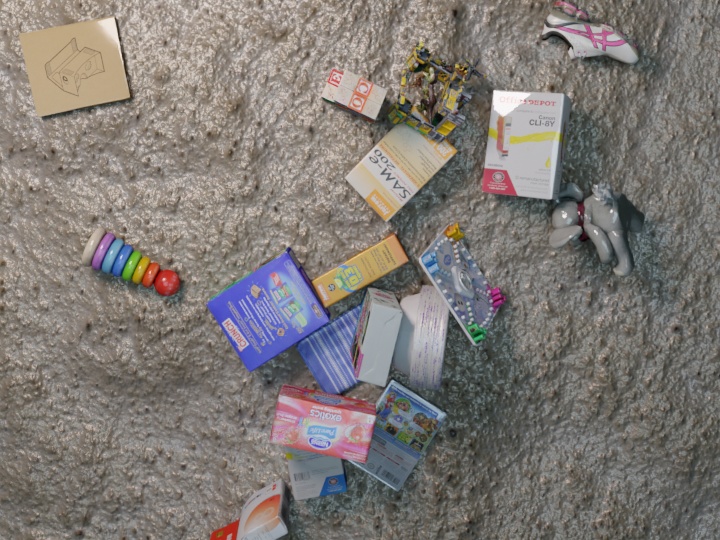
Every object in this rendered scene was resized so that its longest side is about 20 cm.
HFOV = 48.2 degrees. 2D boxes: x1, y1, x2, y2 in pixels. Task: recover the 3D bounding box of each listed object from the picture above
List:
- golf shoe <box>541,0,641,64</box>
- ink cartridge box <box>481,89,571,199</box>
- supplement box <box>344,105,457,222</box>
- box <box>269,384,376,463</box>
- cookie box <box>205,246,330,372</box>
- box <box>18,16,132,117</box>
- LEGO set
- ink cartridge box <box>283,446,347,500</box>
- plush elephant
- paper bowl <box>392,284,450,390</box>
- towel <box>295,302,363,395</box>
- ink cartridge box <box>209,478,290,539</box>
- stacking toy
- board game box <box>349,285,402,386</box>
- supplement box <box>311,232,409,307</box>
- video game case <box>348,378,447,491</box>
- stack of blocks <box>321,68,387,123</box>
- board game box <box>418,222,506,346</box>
[{"bbox_3d":[0.452,-0.449,1.581,0.198,0.073,0.093,31,103,7],"label":"golf shoe"},{"bbox_3d":[0.324,-0.247,1.578,0.143,0.083,0.203,9,98,22],"label":"ink cartridge box"},{"bbox_3d":[0.080,-0.212,1.611,0.126,0.074,0.200,44,96,-4],"label":"supplement box"},{"bbox_3d":[-0.073,0.305,1.603,0.197,0.095,0.104,13,96,-1],"label":"box"},{"bbox_3d":[-0.187,0.079,1.651,0.198,0.075,0.173,-31,96,4],"label":"cookie box"},{"bbox_3d":[-0.571,-0.409,1.619,0.197,0.021,0.166,-10,97,1],"label":"box"},{"bbox_3d":[0.146,-0.351,1.524,0.153,0.116,0.202,33,62,-11],"label":"LEGO set"},{"bbox_3d":[-0.100,0.368,1.691,0.114,0.067,0.203,-10,97,1],"label":"ink cartridge box"},{"bbox_3d":[0.450,-0.093,1.593,0.200,0.153,0.166,47,52,-36],"label":"plush elephant"},{"bbox_3d":[0.121,0.129,1.589,0.103,0.201,0.204,8,98,8],"label":"paper bowl"},{"bbox_3d":[-0.020,0.163,1.687,0.198,0.024,0.146,-31,97,4],"label":"towel"},{"bbox_3d":[-0.241,0.526,1.666,0.198,0.162,0.051,-25,103,3],"label":"ink cartridge box"},{"bbox_3d":[-0.462,-0.010,1.647,0.198,0.085,0.086,25,97,-9],"label":"stacking toy"},{"bbox_3d":[0.029,0.123,1.574,0.063,0.200,0.150,14,97,-5],"label":"board game box"},{"bbox_3d":[0.000,0.000,1.644,0.198,0.069,0.067,-30,94,6],"label":"supplement box"},{"bbox_3d":[0.074,0.350,1.713,0.142,0.018,0.202,32,97,-3],"label":"video game case"},{"bbox_3d":[-0.012,-0.333,1.533,0.114,0.200,0.059,24,98,-4],"label":"stack of blocks"},{"bbox_3d":[0.207,0.020,1.581,0.026,0.200,0.201,-30,97,31],"label":"board game box"}]
